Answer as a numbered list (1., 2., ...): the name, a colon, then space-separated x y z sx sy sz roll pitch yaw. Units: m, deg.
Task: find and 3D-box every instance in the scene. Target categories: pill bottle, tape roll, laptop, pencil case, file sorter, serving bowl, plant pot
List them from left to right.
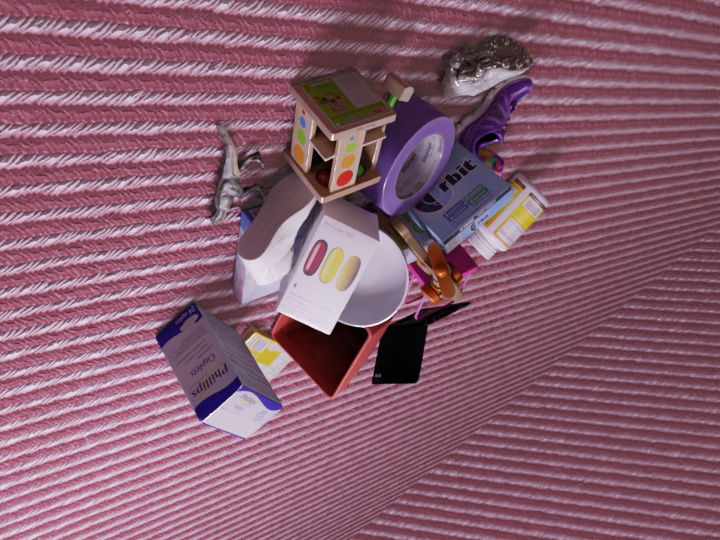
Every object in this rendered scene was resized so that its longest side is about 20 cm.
1. plant pot: -0.038 0.107 1.605 0.175 0.199 0.202 -23 150 -52
2. serving bowl: 0.000 0.000 1.432 0.202 0.198 0.066 -53 -178 23
3. tape roll: 0.077 -0.208 1.368 0.199 0.084 0.202 -42 154 -25
4. file sorter: 0.121 -0.019 1.602 0.137 0.201 0.127 -21 150 -30
5. laptop: 0.128 0.155 1.621 0.197 0.106 0.176 -22 -175 -33
6. pencil case: 0.244 -0.168 1.665 0.087 0.089 0.203 -14 141 -38
7. pill bottle: 0.350 -0.126 1.825 0.200 0.110 0.109 -47 151 12

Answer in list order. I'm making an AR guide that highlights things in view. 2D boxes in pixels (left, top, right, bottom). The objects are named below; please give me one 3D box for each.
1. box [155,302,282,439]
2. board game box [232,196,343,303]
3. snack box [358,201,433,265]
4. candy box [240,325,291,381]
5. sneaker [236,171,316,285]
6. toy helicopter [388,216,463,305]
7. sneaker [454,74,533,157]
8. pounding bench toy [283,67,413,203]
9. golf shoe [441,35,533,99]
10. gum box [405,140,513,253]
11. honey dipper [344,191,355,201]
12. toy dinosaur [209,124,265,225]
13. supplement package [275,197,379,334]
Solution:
1. box: -0.263 0.192 1.418 0.104 0.201 0.184 -39 152 1
2. board game box: -0.136 -0.050 1.402 0.197 0.043 0.202 -21 142 -33
3. snack box: 0.100 -0.093 1.530 0.196 0.143 0.054 -21 146 -30
4. candy box: -0.217 0.185 1.648 0.102 0.027 0.200 -41 151 6
5. sneaker: -0.130 -0.070 1.286 0.201 0.073 0.116 -51 158 -20
6. toy helicopter: 0.121 -0.018 1.400 0.079 0.201 0.132 -42 -166 -2
7. sneaker: 0.277 -0.302 1.520 0.200 0.084 0.080 -45 152 6
8. pounding bench toy: -0.009 -0.223 1.236 0.197 0.125 0.158 -23 148 -29
9. golf shoe: 0.228 -0.369 1.402 0.196 0.080 0.098 -17 162 -27
10. gum box: 0.166 -0.153 1.459 0.169 0.200 0.045 -39 143 -7
11. honey dipper: -0.009 -0.166 1.415 0.037 0.038 0.203 -9 134 -44
12. toy dinosaur: -0.194 -0.145 1.204 0.086 0.048 0.203 -14 138 -29
13. supplement package: -0.058 -0.015 1.332 0.111 0.110 0.203 23 114 -12
